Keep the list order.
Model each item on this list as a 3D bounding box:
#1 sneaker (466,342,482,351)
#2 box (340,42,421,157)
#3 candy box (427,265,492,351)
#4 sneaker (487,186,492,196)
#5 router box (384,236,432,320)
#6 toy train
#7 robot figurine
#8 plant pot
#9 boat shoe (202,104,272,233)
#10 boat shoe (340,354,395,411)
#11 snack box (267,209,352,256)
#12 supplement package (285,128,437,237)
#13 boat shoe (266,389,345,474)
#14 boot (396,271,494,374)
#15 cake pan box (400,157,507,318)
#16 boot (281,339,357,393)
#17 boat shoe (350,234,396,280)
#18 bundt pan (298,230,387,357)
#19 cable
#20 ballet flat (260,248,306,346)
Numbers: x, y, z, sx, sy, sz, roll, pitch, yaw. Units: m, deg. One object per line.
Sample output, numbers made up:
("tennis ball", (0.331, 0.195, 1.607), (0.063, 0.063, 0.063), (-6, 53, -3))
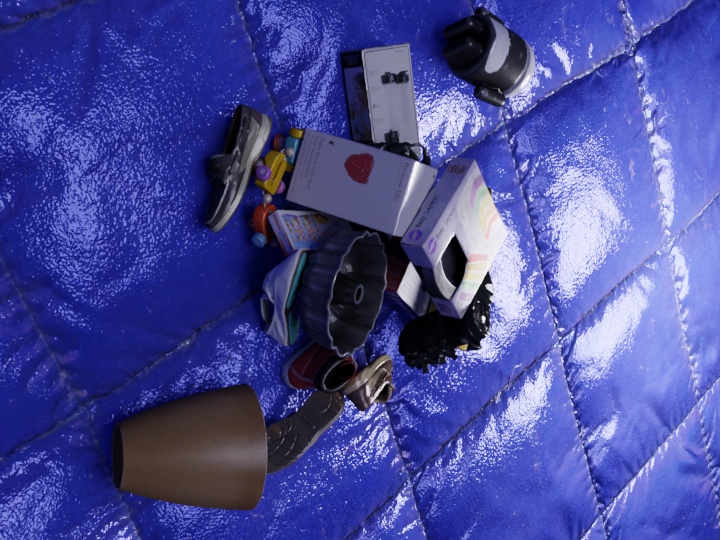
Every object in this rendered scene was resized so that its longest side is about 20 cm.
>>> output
("sneaker", (0.221, 0.059, 1.762), (0.069, 0.077, 0.204), (5, 93, -41))
("box", (0.038, -0.288, 1.567), (0.116, 0.060, 0.203), (-20, 109, -38))
("candy box", (0.186, 0.040, 1.679), (0.116, 0.056, 0.203), (26, 83, -60))
("sneaker", (0.180, -0.083, 1.579), (0.201, 0.072, 0.085), (-59, 172, -43))
("router box", (0.115, -0.010, 1.640), (0.200, 0.048, 0.182), (43, 66, -57))
("toy train", (-0.133, -0.142, 1.447), (0.201, 0.055, 0.151), (-57, 154, -33))
("robot figurine", (0.240, -0.403, 1.691), (0.198, 0.125, 0.152), (15, 109, -41))
("plant pot", (-0.259, 0.266, 1.319), (0.197, 0.186, 0.190), (1, 95, -27))
("boat shoe", (-0.202, -0.159, 1.373), (0.065, 0.071, 0.203), (29, 77, -28))
("boat shoe", (0.023, 0.201, 1.561), (0.073, 0.072, 0.200), (56, 15, 5))
("snack box", (-0.071, -0.060, 1.466), (0.199, 0.024, 0.073), (-3, 65, -59))
("supplement package", (0.004, -0.137, 1.436), (0.119, 0.197, 0.123), (5, 103, -68))
("boat shoe", (-0.106, 0.274, 1.504), (0.199, 0.072, 0.076), (-35, 78, -12))
("boot", (0.149, 0.078, 1.567), (0.073, 0.161, 0.200), (44, 35, -27))
("cake pan box", (0.155, -0.050, 1.464), (0.201, 0.052, 0.185), (-56, 134, -27))
("boot", (-0.025, 0.131, 1.512), (0.200, 0.143, 0.073), (-46, 116, -29))
("boat shoe", (0.000, 0.000, 1.569), (0.201, 0.062, 0.075), (-53, 145, -28))
("bundt pan", (-0.034, 0.030, 1.418), (0.202, 0.075, 0.205), (-41, 137, -53))
("cable", (0.048, -0.114, 1.516), (0.051, 0.160, 0.204), (-47, 132, -74))
("ballet flat", (-0.127, 0.042, 1.416), (0.069, 0.069, 0.202), (-31, 147, -34))
